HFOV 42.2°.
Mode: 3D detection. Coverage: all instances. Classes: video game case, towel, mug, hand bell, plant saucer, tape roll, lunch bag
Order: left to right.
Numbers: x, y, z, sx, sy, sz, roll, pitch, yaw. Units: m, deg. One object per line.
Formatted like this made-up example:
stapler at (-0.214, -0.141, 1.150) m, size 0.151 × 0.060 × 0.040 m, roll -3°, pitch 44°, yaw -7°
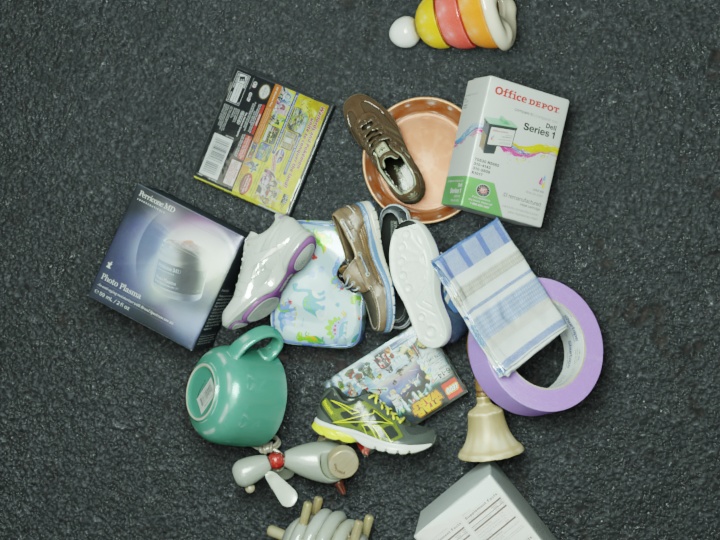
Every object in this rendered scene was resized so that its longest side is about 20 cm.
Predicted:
mug at (-0.201, 0.179, 1.461) m, size 0.151 × 0.113 × 0.188 m, roll -7°, pitch 75°, yaw 49°
video game case at (-0.160, -0.212, 1.539) m, size 0.179 × 0.025 × 0.202 m, roll 23°, pitch 91°, yaw 7°
lunch bag at (-0.065, 0.020, 1.494) m, size 0.158 × 0.082 × 0.203 m, roll 3°, pitch 90°, yaw 7°
plant saucer at (0.102, -0.176, 1.500) m, size 0.197 × 0.032 × 0.204 m, roll 0°, pitch 90°, yaw 8°
hand bell at (0.189, 0.183, 1.439) m, size 0.102 × 0.104 × 0.203 m, roll -8°, pitch 91°, yaw 7°
towel at (0.206, 0.037, 1.368) m, size 0.146 × 0.024 × 0.201 m, roll -31°, pitch 86°, yaw -25°
tape roll at (0.266, 0.116, 1.416) m, size 0.197 × 0.066 × 0.203 m, roll 4°, pitch 75°, yaw -16°

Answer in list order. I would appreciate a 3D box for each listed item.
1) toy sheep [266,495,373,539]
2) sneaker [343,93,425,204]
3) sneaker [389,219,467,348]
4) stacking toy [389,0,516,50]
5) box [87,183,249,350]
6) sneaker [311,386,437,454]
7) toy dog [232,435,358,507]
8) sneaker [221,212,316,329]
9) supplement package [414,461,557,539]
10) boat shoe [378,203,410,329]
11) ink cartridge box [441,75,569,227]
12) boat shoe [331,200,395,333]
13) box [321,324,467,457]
toy sheep at (-0.056, 0.436, 1.467) m, size 0.198 × 0.138 × 0.140 m, roll 15°, pitch 91°, yaw 22°
sneaker at (0.039, -0.195, 1.455) m, size 0.070 × 0.076 × 0.201 m, roll -35°, pitch 86°, yaw 6°
sneaker at (0.116, 0.013, 1.442) m, size 0.080 × 0.146 × 0.203 m, roll -14°, pitch 94°, yaw 27°
stacking toy at (0.137, -0.399, 1.470) m, size 0.197 × 0.146 × 0.148 m, roll -10°, pitch 88°, yaw 26°
box at (-0.299, -0.006, 1.506) m, size 0.198 × 0.123 × 0.201 m, roll 25°, pitch 91°, yaw 7°
sneaker at (0.023, 0.230, 1.442) m, size 0.197 × 0.074 × 0.086 m, roll 9°, pitch 91°, yaw 7°
toy dog at (-0.094, 0.323, 1.477) m, size 0.197 × 0.132 × 0.098 m, roll -6°, pitch 104°, yaw 11°
sneaker at (-0.155, 0.002, 1.447) m, size 0.099 × 0.075 × 0.201 m, roll 41°, pitch 94°, yaw 23°
supplement package at (0.203, 0.419, 1.417) m, size 0.150 × 0.152 × 0.201 m, roll -40°, pitch 85°, yaw 6°
boat shoe at (0.054, -0.001, 1.473) m, size 0.071 × 0.068 × 0.203 m, roll 3°, pitch 102°, yaw 11°
ink cartridge box at (0.222, -0.182, 1.434) m, size 0.143 × 0.084 × 0.203 m, roll 13°, pitch 91°, yaw -18°
boat shoe at (0.000, 0.000, 1.414) m, size 0.071 × 0.072 × 0.203 m, roll -12°, pitch 86°, yaw -18°
box at (0.055, 0.187, 1.497) m, size 0.199 × 0.040 × 0.138 m, roll -33°, pitch 86°, yaw 6°
